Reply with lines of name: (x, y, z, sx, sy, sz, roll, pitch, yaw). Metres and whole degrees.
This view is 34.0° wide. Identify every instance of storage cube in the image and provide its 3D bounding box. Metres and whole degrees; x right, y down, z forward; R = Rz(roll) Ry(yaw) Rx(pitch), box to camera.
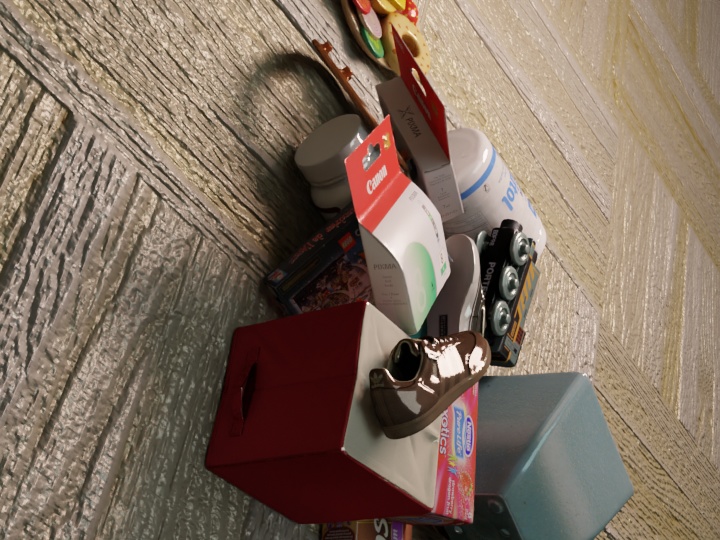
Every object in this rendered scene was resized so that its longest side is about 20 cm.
storage cube: (-0.029, 0.157, 1.259, 0.200, 0.179, 0.172, 40, 48, -41)

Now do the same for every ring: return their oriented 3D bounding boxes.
ring: (0.004, -0.209, 1.466, 0.201, 0.019, 0.200, 54, 2, -3)

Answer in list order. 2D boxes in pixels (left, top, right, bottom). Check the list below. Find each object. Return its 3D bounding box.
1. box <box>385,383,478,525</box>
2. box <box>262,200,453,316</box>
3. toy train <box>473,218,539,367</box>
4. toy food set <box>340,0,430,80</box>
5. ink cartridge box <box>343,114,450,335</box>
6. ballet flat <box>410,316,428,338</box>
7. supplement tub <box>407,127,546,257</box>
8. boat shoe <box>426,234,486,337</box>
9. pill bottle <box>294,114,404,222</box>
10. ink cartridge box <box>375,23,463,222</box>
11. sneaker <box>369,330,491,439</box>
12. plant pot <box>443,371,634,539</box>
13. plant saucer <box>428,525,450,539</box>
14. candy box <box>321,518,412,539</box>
box: (0.072, 0.189, 1.367, 0.099, 0.095, 0.202, 28, 61, -49)
box: (0.000, 0.000, 1.381, 0.200, 0.038, 0.137, -41, 119, -13)
toy train: (0.188, 0.033, 1.584, 0.114, 0.085, 0.201, 48, 54, -47)
toy food set: (0.035, -0.374, 1.643, 0.198, 0.048, 0.202, 32, 55, -47)
ink cartridge box: (0.045, -0.053, 1.288, 0.161, 0.050, 0.202, -54, 138, -59)
ballet flat: (0.027, 0.081, 1.460, 0.200, 0.067, 0.069, -37, 113, -45)
supplement tub: (0.166, -0.092, 1.674, 0.200, 0.131, 0.133, 50, 42, -35)
boat shoe: (0.123, 0.057, 1.477, 0.063, 0.070, 0.202, 17, 77, -51)
pill bottle: (0.009, -0.085, 1.452, 0.201, 0.113, 0.115, 56, 39, -30)
ink cartridge box: (0.068, -0.188, 1.506, 0.177, 0.044, 0.201, 73, -5, -45)
sneaker: (0.074, 0.094, 1.208, 0.200, 0.070, 0.076, -41, 112, -54)
plant pot: (0.198, 0.270, 1.498, 0.200, 0.195, 0.197, -44, 116, -42)
plant saucer: (0.110, 0.260, 1.561, 0.200, 0.036, 0.202, 23, 62, -50)
candy box: (0.008, 0.304, 1.378, 0.116, 0.056, 0.202, 32, 53, -48)
